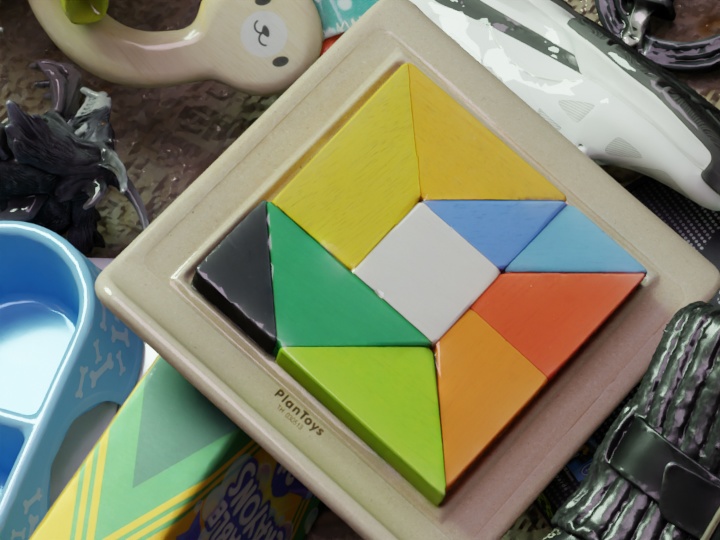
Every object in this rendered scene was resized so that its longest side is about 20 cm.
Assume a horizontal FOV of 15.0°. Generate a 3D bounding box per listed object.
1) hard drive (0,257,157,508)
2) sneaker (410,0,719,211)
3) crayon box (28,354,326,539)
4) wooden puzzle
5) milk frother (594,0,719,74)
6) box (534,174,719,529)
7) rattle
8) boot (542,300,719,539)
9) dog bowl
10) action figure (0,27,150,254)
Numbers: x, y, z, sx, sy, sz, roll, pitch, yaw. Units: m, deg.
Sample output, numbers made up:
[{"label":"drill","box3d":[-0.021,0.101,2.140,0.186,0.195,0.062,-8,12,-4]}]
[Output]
[{"label":"hard drive","box3d":[-0.182,0.053,1.231,0.200,0.027,0.132,1,61,12]},{"label":"sneaker","box3d":[0.075,-0.056,1.196,0.200,0.076,0.115,39,100,31]},{"label":"crayon box","box3d":[-0.088,0.127,1.112,0.052,0.126,0.200,26,69,23]},{"label":"wooden puzzle","box3d":[0.024,0.002,1.088,0.185,0.037,0.200,41,63,6]},{"label":"milk frother","box3d":[0.185,-0.128,1.170,0.200,0.188,0.181,7,61,15]},{"label":"box","box3d":[0.143,0.056,1.155,0.160,0.044,0.200,-30,59,-7]},{"label":"rattle","box3d":[-0.056,-0.126,1.202,0.200,0.143,0.130,33,78,-5]},{"label":"boot","box3d":[0.167,0.128,1.044,0.211,0.079,0.158,39,83,0]},{"label":"dog bowl","box3d":[-0.170,0.066,1.177,0.111,0.050,0.200,14,65,18]},{"label":"action figure","box3d":[-0.175,-0.072,1.253,0.200,0.119,0.102,11,68,23]}]
